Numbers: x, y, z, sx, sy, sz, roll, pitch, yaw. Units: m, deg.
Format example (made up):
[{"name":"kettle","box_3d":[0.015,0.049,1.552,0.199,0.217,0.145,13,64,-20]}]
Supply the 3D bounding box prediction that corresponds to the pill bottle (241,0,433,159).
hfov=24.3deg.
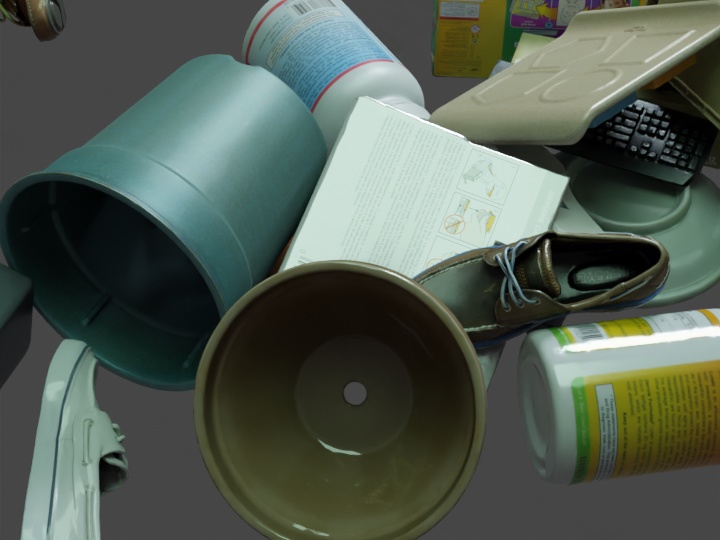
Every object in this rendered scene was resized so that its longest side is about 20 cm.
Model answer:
[{"name":"pill bottle","box_3d":[-0.014,-0.152,1.441,0.108,0.109,0.200,-20,47,-21]}]

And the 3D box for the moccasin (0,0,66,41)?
[{"name":"moccasin","box_3d":[-0.337,-0.278,1.598,0.078,0.074,0.202,-25,51,-13]}]

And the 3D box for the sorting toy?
[{"name":"sorting toy","box_3d":[0.176,-0.152,1.338,0.200,0.037,0.185,-38,24,-29]}]

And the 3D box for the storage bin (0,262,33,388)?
[{"name":"storage bin","box_3d":[-0.329,0.050,1.207,0.134,0.146,0.200,21,45,6]}]

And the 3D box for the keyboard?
[{"name":"keyboard","box_3d":[0.206,-0.143,1.415,0.199,0.021,0.127,19,54,15]}]

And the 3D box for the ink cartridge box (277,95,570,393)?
[{"name":"ink cartridge box","box_3d":[0.040,-0.009,1.249,0.176,0.045,0.201,22,75,5]}]

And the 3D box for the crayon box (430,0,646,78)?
[{"name":"crayon box","box_3d":[0.166,-0.237,1.530,0.199,0.119,0.058,2,43,0]}]

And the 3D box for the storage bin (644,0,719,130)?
[{"name":"storage bin","box_3d":[0.327,-0.227,1.348,0.093,0.201,0.199,1,32,-25]}]

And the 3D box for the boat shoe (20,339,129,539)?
[{"name":"boat shoe","box_3d":[-0.193,0.136,1.164,0.065,0.074,0.201,4,53,-4]}]

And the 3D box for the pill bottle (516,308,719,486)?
[{"name":"pill bottle","box_3d":[0.220,0.086,1.187,0.199,0.111,0.111,-6,43,-8]}]

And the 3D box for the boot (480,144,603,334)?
[{"name":"boot","box_3d":[0.126,-0.035,1.325,0.073,0.091,0.200,16,28,-23]}]

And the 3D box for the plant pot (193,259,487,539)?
[{"name":"plant pot","box_3d":[-0.010,0.092,1.160,0.200,0.202,0.093,7,3,7]}]

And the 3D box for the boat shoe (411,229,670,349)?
[{"name":"boat shoe","box_3d":[0.121,0.004,1.185,0.199,0.072,0.072,-14,75,-4]}]

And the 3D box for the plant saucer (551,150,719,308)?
[{"name":"plant saucer","box_3d":[0.217,-0.053,1.384,0.199,0.050,0.201,0,42,0]}]

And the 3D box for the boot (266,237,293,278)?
[{"name":"boot","box_3d":[0.000,0.000,1.312,0.199,0.069,0.189,-3,53,4]}]

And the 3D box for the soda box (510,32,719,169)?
[{"name":"soda box","box_3d":[0.230,-0.151,1.479,0.199,0.064,0.068,12,44,12]}]

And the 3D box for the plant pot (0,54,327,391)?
[{"name":"plant pot","box_3d":[-0.133,-0.049,1.254,0.200,0.201,0.196,20,48,19]}]
